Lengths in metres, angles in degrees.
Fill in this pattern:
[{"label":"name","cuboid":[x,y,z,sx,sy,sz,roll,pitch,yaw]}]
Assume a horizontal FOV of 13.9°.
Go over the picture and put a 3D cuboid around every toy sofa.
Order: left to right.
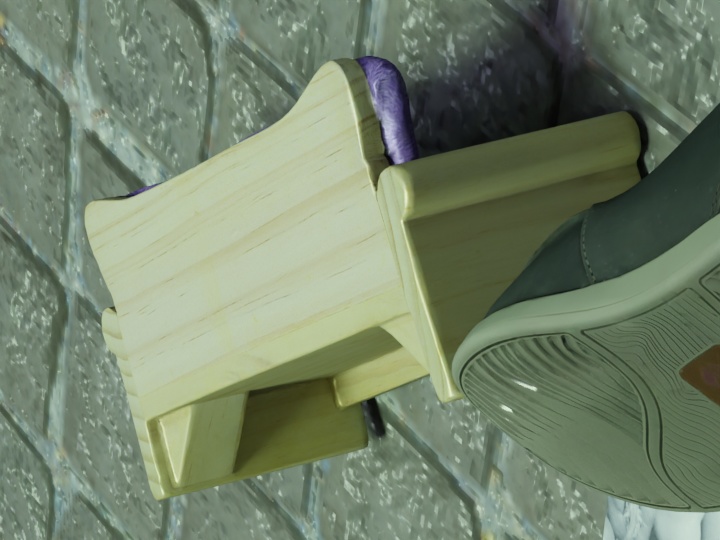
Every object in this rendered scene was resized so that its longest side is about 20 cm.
[{"label":"toy sofa","cuboid":[0.000,0.000,0.870,0.200,0.082,0.098,-25,79,58]}]

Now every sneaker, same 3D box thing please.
[{"label":"sneaker","cuboid":[0.100,-0.013,0.691,0.075,0.107,0.200,38,152,-13]}]

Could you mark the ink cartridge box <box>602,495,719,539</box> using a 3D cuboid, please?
[{"label":"ink cartridge box","cuboid":[0.112,0.138,0.744,0.200,0.043,0.199,-126,36,-56]}]
